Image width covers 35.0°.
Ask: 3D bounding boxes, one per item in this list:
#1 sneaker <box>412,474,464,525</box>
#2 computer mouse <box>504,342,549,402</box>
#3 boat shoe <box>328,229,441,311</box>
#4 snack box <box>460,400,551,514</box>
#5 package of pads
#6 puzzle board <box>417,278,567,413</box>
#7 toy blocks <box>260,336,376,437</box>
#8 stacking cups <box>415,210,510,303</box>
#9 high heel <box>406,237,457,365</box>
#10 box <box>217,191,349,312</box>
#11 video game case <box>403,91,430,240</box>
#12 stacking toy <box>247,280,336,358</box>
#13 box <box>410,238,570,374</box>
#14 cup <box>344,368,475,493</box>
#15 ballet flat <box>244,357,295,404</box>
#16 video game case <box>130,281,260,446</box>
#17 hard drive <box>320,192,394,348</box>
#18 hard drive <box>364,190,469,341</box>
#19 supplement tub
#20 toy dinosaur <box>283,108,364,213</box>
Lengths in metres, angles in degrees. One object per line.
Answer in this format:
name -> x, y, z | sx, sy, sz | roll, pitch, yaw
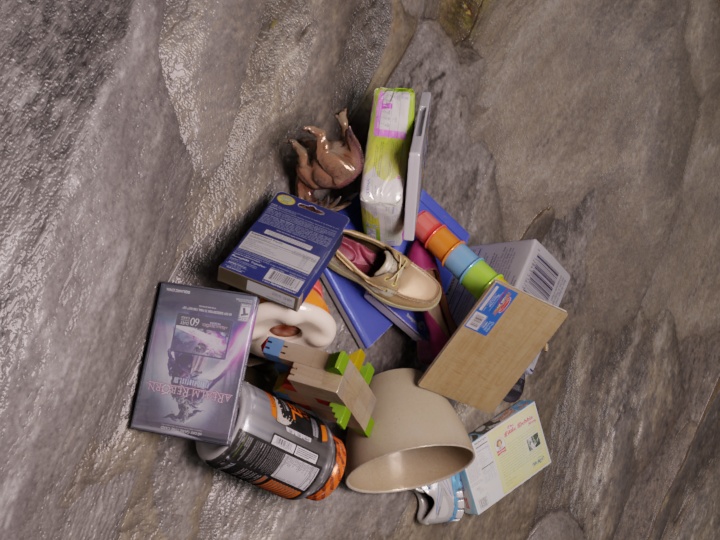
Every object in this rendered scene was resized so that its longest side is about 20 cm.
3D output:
sneaker -> 0.112, 0.310, 1.819 | 0.086, 0.075, 0.203 | -9, 93, -33
computer mouse -> 0.269, 0.138, 1.975 | 0.139, 0.046, 0.203 | 17, 65, -33
boat shoe -> 0.033, -0.001, 1.690 | 0.198, 0.066, 0.075 | 23, 72, -4
snack box -> 0.238, 0.314, 1.939 | 0.199, 0.037, 0.118 | -25, 103, -37
package of pads -> 0.044, -0.157, 1.723 | 0.067, 0.155, 0.203 | 5, 67, 6
puzzle board -> 0.193, 0.113, 1.679 | 0.149, 0.017, 0.201 | 23, 112, -31
toy blocks -> -0.063, 0.157, 1.585 | 0.101, 0.135, 0.201 | -68, 156, -21
stacking cups -> 0.150, -0.008, 1.712 | 0.200, 0.061, 0.060 | 42, 53, 19
high heel -> 0.123, 0.047, 1.739 | 0.067, 0.095, 0.203 | -10, 93, -39
box -> -0.102, -0.030, 1.587 | 0.201, 0.120, 0.033 | -58, 165, -48
video game case -> 0.085, -0.159, 1.707 | 0.201, 0.018, 0.145 | -77, 171, -55
stacking toy -> -0.107, 0.014, 1.637 | 0.145, 0.145, 0.202 | 26, 47, -35
box -> 0.207, 0.061, 1.827 | 0.105, 0.199, 0.186 | 40, 64, -29
cup -> 0.062, 0.233, 1.724 | 0.198, 0.200, 0.145 | 11, 56, -38
ballet flat -> -0.125, 0.155, 1.649 | 0.198, 0.046, 0.069 | 14, 79, -38
video game case -> -0.220, 0.123, 1.527 | 0.019, 0.141, 0.203 | 51, 48, -71
hard drive -> 0.000, 0.000, 1.774 | 0.132, 0.025, 0.202 | -42, 112, -33
hard drive -> 0.093, -0.009, 1.809 | 0.132, 0.025, 0.202 | 40, 62, -31
supplement tub -> -0.122, 0.244, 1.598 | 0.199, 0.122, 0.124 | 31, 69, -34
toy dinosaur -> -0.042, -0.145, 1.661 | 0.085, 0.199, 0.137 | -28, 89, -45
